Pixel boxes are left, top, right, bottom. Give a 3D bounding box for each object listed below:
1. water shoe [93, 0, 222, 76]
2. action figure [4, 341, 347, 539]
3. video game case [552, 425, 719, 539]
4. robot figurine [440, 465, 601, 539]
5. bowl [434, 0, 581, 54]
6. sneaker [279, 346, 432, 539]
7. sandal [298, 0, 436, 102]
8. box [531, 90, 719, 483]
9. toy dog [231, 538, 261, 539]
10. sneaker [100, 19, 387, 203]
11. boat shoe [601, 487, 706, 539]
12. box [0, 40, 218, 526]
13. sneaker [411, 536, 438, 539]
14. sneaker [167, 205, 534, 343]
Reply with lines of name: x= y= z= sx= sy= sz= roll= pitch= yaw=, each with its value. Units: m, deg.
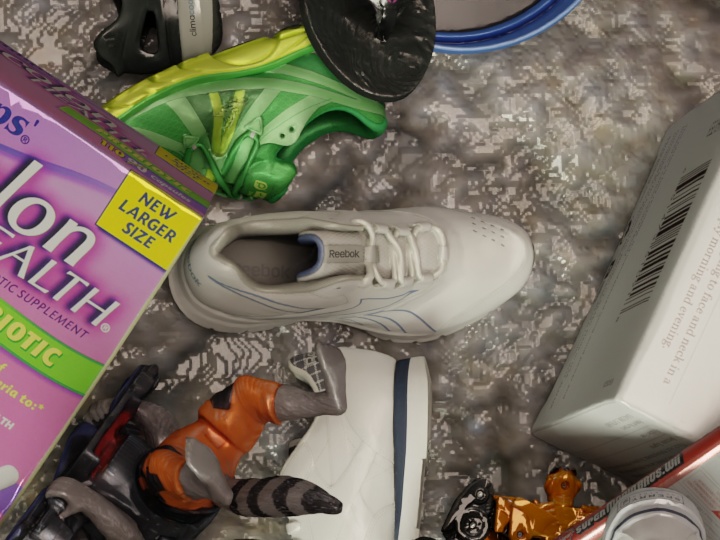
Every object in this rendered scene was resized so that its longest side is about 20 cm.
water shoe: x=-0.130 y=-0.204 z=1.560 sx=0.078 sy=0.072 sz=0.201 roll=-13 pitch=83 yaw=-6
action figure: x=-0.107 y=0.125 z=1.467 sx=0.105 sy=0.193 sz=0.200 roll=47 pitch=48 yaw=-11
video game case: x=0.174 y=0.158 z=1.439 sx=0.200 sy=0.017 sz=0.143 roll=-37 pitch=112 yaw=21
robot figurine: x=0.097 y=0.206 z=1.558 sx=0.144 sy=0.058 sz=0.201 roll=8 pitch=82 yaw=-10
bowl: x=0.049 y=-0.217 z=1.611 sx=0.199 sy=0.039 sz=0.202 roll=1 pitch=83 yaw=-10
sneaker: x=-0.007 y=0.142 z=1.547 sx=0.080 sy=0.076 sz=0.201 roll=4 pitch=78 yaw=2
sandal: x=0.005 y=-0.191 z=1.548 sx=0.075 sy=0.048 sz=0.202 roll=1 pitch=79 yaw=-16
box: x=0.205 y=0.019 z=1.530 sx=0.130 sy=0.200 sz=0.200 roll=27 pitch=79 yaw=-5
toy dog: x=-0.097 y=0.213 z=1.376 sx=0.194 sy=0.140 sz=0.200 roll=40 pitch=103 yaw=-25
sneaker: x=-0.074 y=-0.071 z=1.552 sx=0.199 sy=0.074 sz=0.084 roll=-22 pitch=83 yaw=-13
boat shoe: x=0.136 y=0.204 z=1.419 sx=0.073 sy=0.067 sz=0.201 roll=-2 pitch=120 yaw=5
box: x=-0.200 y=-0.003 z=1.474 sx=0.176 sy=0.097 sz=0.200 roll=34 pitch=100 yaw=-5
sneaker: x=0.124 y=0.157 z=1.509 sx=0.199 sy=0.060 sz=0.105 roll=29 pitch=82 yaw=-10
sneaker: x=0.000 y=0.000 z=1.551 sx=0.199 sy=0.087 sz=0.075 roll=-5 pitch=82 yaw=-13
